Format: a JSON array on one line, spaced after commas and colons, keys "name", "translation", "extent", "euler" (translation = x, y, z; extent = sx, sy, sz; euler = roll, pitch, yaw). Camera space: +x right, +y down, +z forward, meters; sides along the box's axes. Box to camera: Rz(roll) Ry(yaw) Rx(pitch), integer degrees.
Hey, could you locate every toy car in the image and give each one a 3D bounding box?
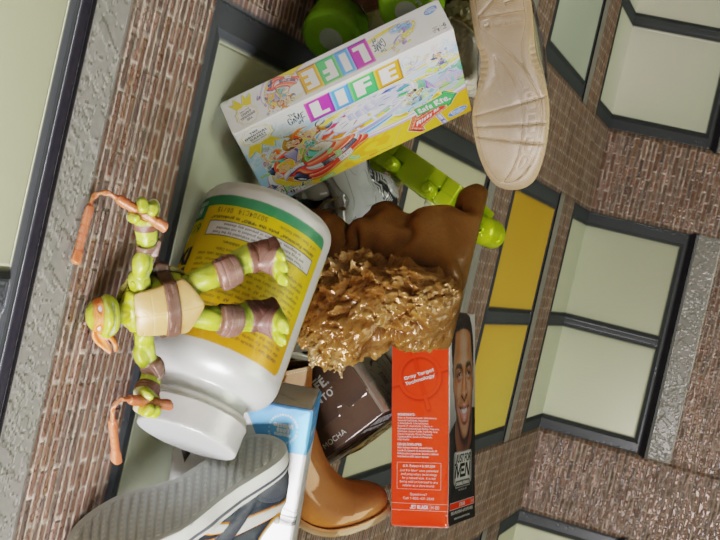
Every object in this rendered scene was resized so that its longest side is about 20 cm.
[{"name": "toy car", "translation": [-0.002, -0.315, 1.302], "extent": [0.201, 0.156, 0.165], "euler": [59, 35, -27]}]

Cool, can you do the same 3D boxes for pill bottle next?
[{"name": "pill bottle", "translation": [-0.104, 0.042, 1.203], "extent": [0.113, 0.111, 0.202], "euler": [66, 40, -64]}]

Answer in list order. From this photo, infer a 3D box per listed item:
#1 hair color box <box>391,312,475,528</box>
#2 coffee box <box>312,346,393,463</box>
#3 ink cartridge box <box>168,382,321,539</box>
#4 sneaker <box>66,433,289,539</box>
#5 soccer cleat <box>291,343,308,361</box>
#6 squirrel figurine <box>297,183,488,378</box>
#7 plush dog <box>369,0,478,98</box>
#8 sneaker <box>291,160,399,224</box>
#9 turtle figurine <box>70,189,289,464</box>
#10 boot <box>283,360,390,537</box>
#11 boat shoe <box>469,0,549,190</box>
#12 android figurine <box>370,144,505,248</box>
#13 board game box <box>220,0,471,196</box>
[{"name": "hair color box", "translation": [0.071, 0.141, 1.456], "extent": [0.101, 0.060, 0.203], "euler": [8, 81, -71]}, {"name": "coffee box", "translation": [-0.010, 0.132, 1.514], "extent": [0.113, 0.080, 0.200], "euler": [-38, 170, 14]}, {"name": "ink cartridge box", "translation": [-0.106, 0.196, 1.292], "extent": [0.067, 0.114, 0.203], "euler": [-75, 174, -78]}, {"name": "sneaker", "translation": [-0.135, 0.205, 1.181], "extent": [0.198, 0.078, 0.080], "euler": [-23, 124, -33]}, {"name": "soccer cleat", "translation": [-0.054, 0.057, 1.431], "extent": [0.200, 0.084, 0.070], "euler": [13, 90, -74]}, {"name": "squirrel figurine", "translation": [0.000, 0.000, 1.313], "extent": [0.200, 0.184, 0.143], "euler": [-68, 171, -62]}, {"name": "plush dog", "translation": [0.066, -0.233, 1.450], "extent": [0.201, 0.170, 0.161], "euler": [-56, 151, -23]}, {"name": "sneaker", "translation": [-0.021, -0.065, 1.471], "extent": [0.201, 0.074, 0.116], "euler": [71, 37, -53]}, {"name": "turtle figurine", "translation": [-0.134, 0.034, 1.101], "extent": [0.064, 0.159, 0.203], "euler": [-153, -121, -65]}, {"name": "boot", "translation": [-0.053, 0.159, 1.373], "extent": [0.198, 0.073, 0.157], "euler": [2, 99, -28]}, {"name": "boat shoe", "translation": [0.135, -0.175, 1.331], "extent": [0.065, 0.071, 0.203], "euler": [-37, 121, -66]}, {"name": "android figurine", "translation": [0.074, -0.087, 1.586], "extent": [0.041, 0.181, 0.200], "euler": [-55, 166, 4]}, {"name": "board game box", "translation": [-0.008, -0.139, 1.278], "extent": [0.135, 0.198, 0.035], "euler": [64, 1, -64]}]
